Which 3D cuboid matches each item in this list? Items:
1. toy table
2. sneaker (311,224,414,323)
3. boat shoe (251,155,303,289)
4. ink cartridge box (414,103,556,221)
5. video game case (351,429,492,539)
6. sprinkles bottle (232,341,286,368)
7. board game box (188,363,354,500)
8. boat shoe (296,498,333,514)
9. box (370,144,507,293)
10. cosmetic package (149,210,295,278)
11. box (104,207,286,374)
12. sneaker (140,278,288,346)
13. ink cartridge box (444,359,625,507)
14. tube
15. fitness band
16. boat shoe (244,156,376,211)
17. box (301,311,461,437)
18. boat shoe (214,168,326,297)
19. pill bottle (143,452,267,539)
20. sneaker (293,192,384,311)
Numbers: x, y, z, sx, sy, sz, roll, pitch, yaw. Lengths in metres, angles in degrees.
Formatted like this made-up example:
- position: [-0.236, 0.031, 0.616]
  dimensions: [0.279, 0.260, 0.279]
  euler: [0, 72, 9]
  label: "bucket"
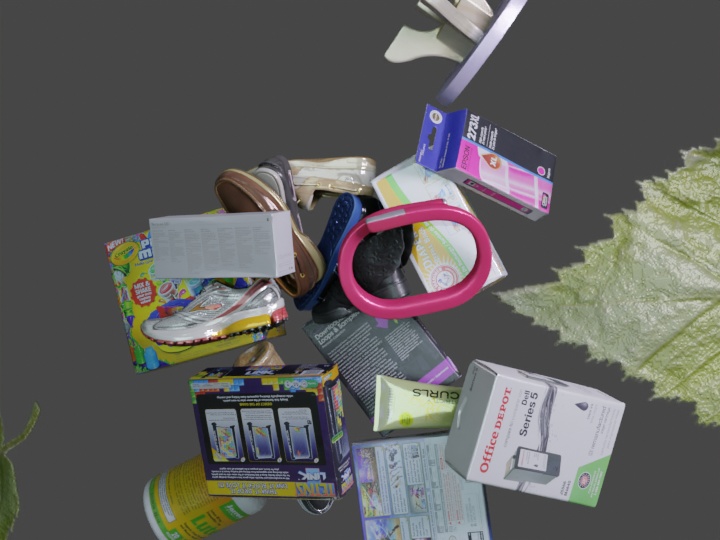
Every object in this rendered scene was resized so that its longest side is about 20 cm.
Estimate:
- position: [0.130, -0.337, 1.305]
  dimensions: [0.117, 0.184, 0.201]
  euler: [34, 89, -7]
  label: "toy table"
- position: [-0.002, 0.001, 1.314]
  dimensions: [0.198, 0.060, 0.105]
  euler: [-18, 98, 37]
  label: "sneaker"
- position: [-0.109, -0.067, 1.369]
  dimensions: [0.066, 0.057, 0.202]
  euler: [10, 126, 22]
  label: "boat shoe"
- position: [0.170, -0.148, 1.291]
  dimensions: [0.198, 0.037, 0.096]
  euler: [22, 64, -18]
  label: "ink cartridge box"
- position: [0.090, 0.333, 1.369]
  dimensions: [0.179, 0.045, 0.203]
  euler: [-8, 88, 11]
  label: "video game case"
- position: [-0.100, 0.195, 1.356]
  dimensions: [0.068, 0.068, 0.201]
  euler: [-29, 113, 11]
  label: "sprinkles bottle"
- position: [-0.116, 0.210, 1.264]
  dimensions: [0.198, 0.057, 0.167]
  euler: [-3, 102, 23]
  label: "board game box"
- position: [-0.057, 0.246, 1.311]
  dimensions: [0.069, 0.066, 0.203]
  euler: [-2, 104, -18]
  label: "boat shoe"
- position: [0.111, -0.056, 1.330]
  dimensions: [0.101, 0.112, 0.202]
  euler: [-28, 86, 11]
  label: "box"
- position: [-0.183, -0.034, 1.273]
  dimensions: [0.198, 0.051, 0.084]
  euler: [0, 101, 28]
  label: "cosmetic package"
- position: [-0.236, 0.028, 1.401]
  dimensions: [0.198, 0.122, 0.195]
  euler: [-16, 86, 11]
  label: "box"
- position: [-0.199, 0.054, 1.300]
  dimensions: [0.198, 0.078, 0.083]
  euler: [-13, 83, 1]
  label: "sneaker"
- position: [0.228, 0.215, 1.277]
  dimensions: [0.198, 0.084, 0.147]
  euler: [14, 94, -18]
  label: "ink cartridge box"
- position: [0.117, 0.190, 1.336]
  dimensions: [0.197, 0.052, 0.058]
  euler: [4, 47, -2]
  label: "tube"
- position: [0.069, -0.013, 1.236]
  dimensions: [0.198, 0.038, 0.145]
  euler: [-11, 113, 1]
  label: "fitness band"
- position: [-0.074, -0.121, 1.389]
  dimensions: [0.197, 0.074, 0.070]
  euler: [-4, 83, 12]
  label: "boat shoe"
- position: [0.029, 0.115, 1.388]
  dimensions: [0.143, 0.036, 0.201]
  euler: [-38, 84, 9]
  label: "box"
- position: [-0.127, -0.050, 1.307]
  dimensions: [0.072, 0.068, 0.201]
  euler: [-30, 105, 40]
  label: "boat shoe"
- position: [-0.203, 0.313, 1.399]
  dimensions: [0.199, 0.111, 0.112]
  euler: [-27, 85, 11]
  label: "pill bottle"
- position: [-0.026, -0.019, 1.383]
  dimensions: [0.201, 0.077, 0.070]
  euler: [-59, 41, 27]
  label: "sneaker"
